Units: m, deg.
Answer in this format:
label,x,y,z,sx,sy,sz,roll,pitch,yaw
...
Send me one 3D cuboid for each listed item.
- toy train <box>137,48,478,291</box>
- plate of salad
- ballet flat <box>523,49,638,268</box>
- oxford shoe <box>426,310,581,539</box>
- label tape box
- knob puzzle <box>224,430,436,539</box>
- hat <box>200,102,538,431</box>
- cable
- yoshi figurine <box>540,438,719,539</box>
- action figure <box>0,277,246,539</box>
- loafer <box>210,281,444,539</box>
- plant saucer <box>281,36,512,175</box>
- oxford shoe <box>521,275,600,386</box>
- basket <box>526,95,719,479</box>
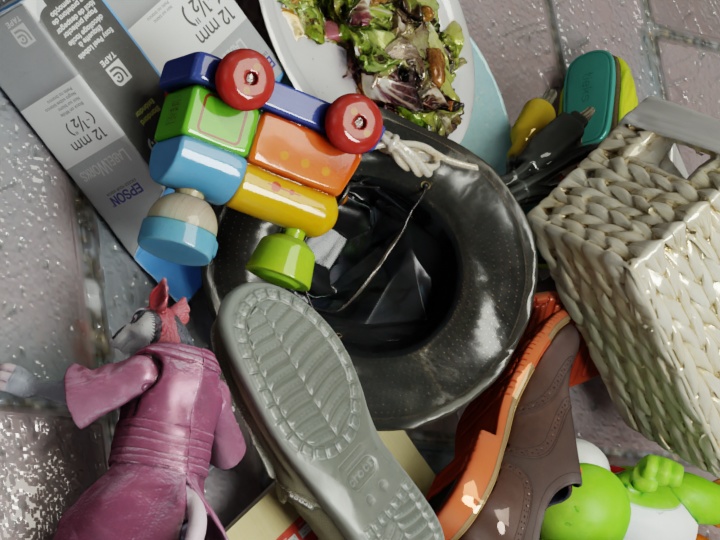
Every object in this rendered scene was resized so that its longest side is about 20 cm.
label,x,y,z,sx,sy,sz,roll,pitch,yaw
toy train,-0.027,-0.039,1.497,0.200,0.085,0.116,21,77,-26
plate of salad,0.012,-0.159,1.656,0.200,0.048,0.200,26,53,-40
ballet flat,0.158,-0.063,1.814,0.067,0.067,0.200,58,35,-39
oxford shoe,0.099,0.105,1.606,0.073,0.071,0.200,35,47,-6
label tape box,-0.115,-0.101,1.554,0.200,0.066,0.143,52,44,-11
knob puzzle,0.010,0.197,1.557,0.219,0.030,0.220,22,55,-37
hat,0.000,0.000,1.591,0.200,0.081,0.201,0,89,-10
cable,0.105,-0.050,1.705,0.097,0.050,0.200,43,49,11
yoshi figurine,0.171,0.161,1.681,0.200,0.112,0.113,20,67,-30
action figure,-0.110,0.100,1.410,0.134,0.149,0.200,14,75,-34
loafer,-0.031,0.100,1.492,0.075,0.070,0.200,-37,102,-41
plant saucer,0.014,-0.098,1.701,0.201,0.039,0.201,21,57,-37
oxford shoe,0.139,0.030,1.757,0.200,0.071,0.073,3,31,-35
basket,0.207,0.014,1.666,0.123,0.136,0.200,-37,121,-16
